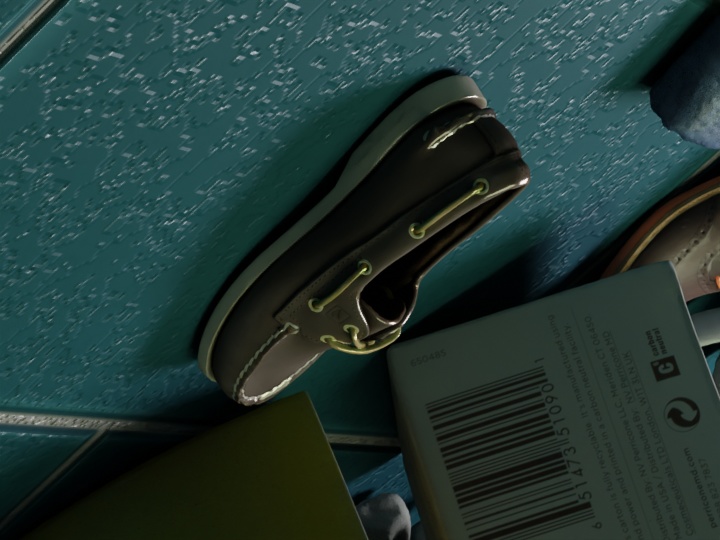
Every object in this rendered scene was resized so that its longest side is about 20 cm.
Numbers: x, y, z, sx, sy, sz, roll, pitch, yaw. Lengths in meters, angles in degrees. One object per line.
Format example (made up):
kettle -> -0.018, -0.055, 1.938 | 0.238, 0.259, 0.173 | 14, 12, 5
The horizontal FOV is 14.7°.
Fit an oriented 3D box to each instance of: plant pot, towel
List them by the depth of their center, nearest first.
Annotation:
plant pot -> -0.080, 0.212, 1.372 | 0.175, 0.200, 0.201 | -13, 134, -12
towel -> 0.234, -0.136, 1.372 | 0.200, 0.049, 0.111 | -47, 158, 27

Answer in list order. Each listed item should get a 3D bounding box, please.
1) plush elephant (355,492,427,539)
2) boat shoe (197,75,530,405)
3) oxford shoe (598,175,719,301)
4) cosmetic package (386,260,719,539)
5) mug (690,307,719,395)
plush elephant -> 0.051, 0.209, 1.689 | 0.155, 0.164, 0.201 | -24, 134, -72
boat shoe -> 0.000, 0.000, 1.261 | 0.200, 0.060, 0.072 | -47, 159, 28
oxford shoe -> 0.210, -0.014, 1.572 | 0.200, 0.073, 0.071 | -41, 161, 11
cosmetic package -> 0.118, 0.123, 1.534 | 0.164, 0.166, 0.200 | -17, 160, -3
mug -> 0.280, 0.062, 1.798 | 0.199, 0.148, 0.176 | -2, 145, -6
